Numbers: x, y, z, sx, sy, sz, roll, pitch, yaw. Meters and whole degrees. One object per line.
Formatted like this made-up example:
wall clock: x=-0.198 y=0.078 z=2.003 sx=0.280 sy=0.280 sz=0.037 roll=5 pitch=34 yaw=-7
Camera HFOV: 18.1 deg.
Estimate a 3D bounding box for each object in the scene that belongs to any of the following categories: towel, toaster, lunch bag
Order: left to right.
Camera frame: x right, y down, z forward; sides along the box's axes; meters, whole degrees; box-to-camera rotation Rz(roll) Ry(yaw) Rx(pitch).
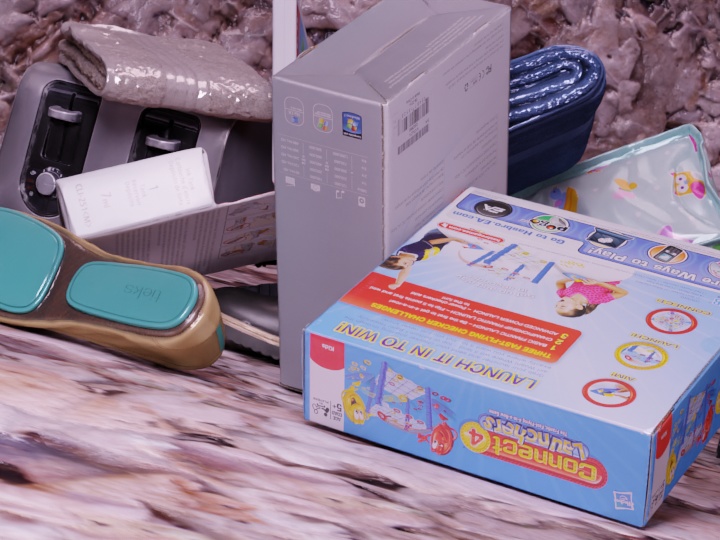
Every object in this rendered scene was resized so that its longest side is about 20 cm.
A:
toaster: x=-0.145 y=-0.074 z=1.672 sx=0.180 sy=0.120 sz=0.200 roll=17 pitch=7 yaw=21
towel: x=-0.139 y=-0.144 z=1.606 sx=0.131 sy=0.035 sz=0.200 roll=6 pitch=13 yaw=-20
towel: x=0.101 y=-0.095 z=1.472 sx=0.111 sy=0.049 sz=0.200 roll=-22 pitch=-11 yaw=-3
lunch bag: x=0.168 y=0.005 z=1.607 sx=0.199 sy=0.123 sz=0.171 roll=-18 pitch=-34 yaw=7

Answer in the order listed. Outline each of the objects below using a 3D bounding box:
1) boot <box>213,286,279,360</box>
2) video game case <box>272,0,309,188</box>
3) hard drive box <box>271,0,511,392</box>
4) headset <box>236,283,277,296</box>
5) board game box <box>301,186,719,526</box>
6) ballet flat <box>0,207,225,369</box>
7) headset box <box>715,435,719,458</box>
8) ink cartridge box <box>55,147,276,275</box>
boot: x=0.000 y=0.000 z=1.486 sx=0.198 sy=0.140 sz=0.077 roll=13 pitch=3 yaw=-10
video game case: x=-0.041 y=-0.085 z=1.565 sx=0.017 sy=0.144 sz=0.200 roll=-2 pitch=-22 yaw=5
hard drive box: x=0.021 y=-0.043 z=1.319 sx=0.076 sy=0.201 sz=0.156 roll=15 pitch=32 yaw=26
headset: x=-0.003 y=0.037 z=1.681 sx=0.199 sy=0.095 sz=0.123 roll=-3 pitch=-4 yaw=37
board game box: x=0.101 y=0.038 z=1.207 sx=0.199 sy=0.056 sz=0.196 roll=16 pitch=32 yaw=25
ballet flat: x=-0.165 y=0.017 z=1.304 sx=0.199 sy=0.069 sz=0.063 roll=18 pitch=-23 yaw=28
headset box: x=0.365 y=0.111 z=1.578 sx=0.199 sy=0.094 sz=0.174 roll=15 pitch=3 yaw=17
ink cartridge box: x=-0.103 y=-0.034 z=1.431 sx=0.172 sy=0.044 sz=0.200 roll=-14 pitch=-10 yaw=-9
